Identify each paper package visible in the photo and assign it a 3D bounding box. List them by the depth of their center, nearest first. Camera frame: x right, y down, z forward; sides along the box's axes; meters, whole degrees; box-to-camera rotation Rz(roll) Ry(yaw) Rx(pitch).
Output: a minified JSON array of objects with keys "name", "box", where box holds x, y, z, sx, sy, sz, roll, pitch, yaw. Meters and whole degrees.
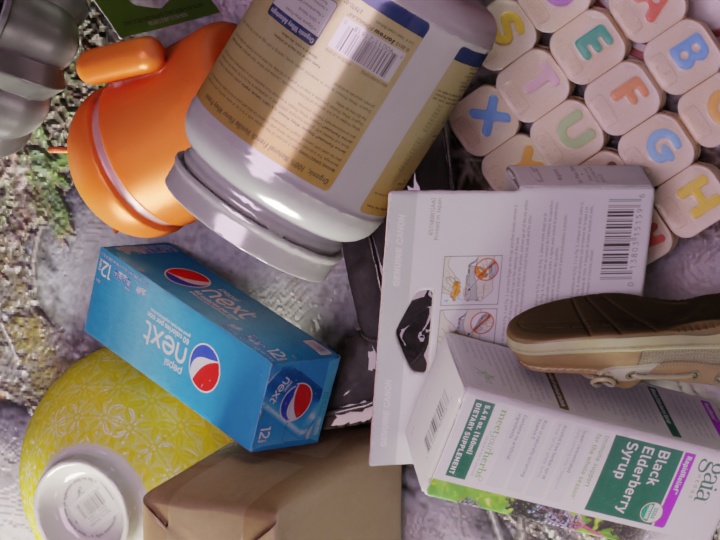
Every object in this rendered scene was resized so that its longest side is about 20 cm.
[{"name":"paper package","box":[-0.055,0.214,1.702,0.103,0.200,0.192,7,106,25]}]

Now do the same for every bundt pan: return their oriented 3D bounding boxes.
[{"name":"bundt pan","box":[-0.253,-0.161,1.736,0.202,0.076,0.203,-39,40,43]}]

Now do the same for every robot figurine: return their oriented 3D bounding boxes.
[{"name":"robot figurine","box":[-0.120,-0.096,1.708,0.199,0.144,0.117,-27,67,28]}]

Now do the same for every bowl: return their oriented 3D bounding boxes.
[{"name":"bowl","box":[-0.174,0.161,1.799,0.199,0.108,0.201,6,104,24]}]

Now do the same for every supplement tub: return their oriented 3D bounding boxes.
[{"name":"supplement tub","box":[-0.021,-0.108,1.566,0.144,0.144,0.200,36,101,14]}]

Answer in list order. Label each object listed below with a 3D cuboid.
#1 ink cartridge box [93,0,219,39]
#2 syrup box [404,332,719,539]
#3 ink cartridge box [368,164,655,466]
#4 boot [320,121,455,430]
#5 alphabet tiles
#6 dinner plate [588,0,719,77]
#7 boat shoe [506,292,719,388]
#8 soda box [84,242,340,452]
[{"name":"ink cartridge box","box":[-0.160,-0.265,1.671,0.076,0.148,0.200,-37,85,27]},{"name":"syrup box","box":[0.137,0.112,1.588,0.199,0.082,0.079,15,112,-16]},{"name":"ink cartridge box","box":[0.093,0.031,1.610,0.173,0.044,0.201,0,114,-9]},{"name":"boot","box":[0.000,0.000,1.699,0.181,0.073,0.201,-14,99,24]},{"name":"alphabet tiles","box":[0.153,-0.100,1.614,0.195,0.015,0.200,-33,92,34]},{"name":"dinner plate","box":[0.209,-0.223,1.572,0.199,0.024,0.201,6,104,24]},{"name":"boat shoe","box":[0.189,0.053,1.577,0.200,0.073,0.063,-4,111,-16]},{"name":"soda box","box":[-0.106,0.050,1.725,0.200,0.064,0.068,32,116,42]}]
